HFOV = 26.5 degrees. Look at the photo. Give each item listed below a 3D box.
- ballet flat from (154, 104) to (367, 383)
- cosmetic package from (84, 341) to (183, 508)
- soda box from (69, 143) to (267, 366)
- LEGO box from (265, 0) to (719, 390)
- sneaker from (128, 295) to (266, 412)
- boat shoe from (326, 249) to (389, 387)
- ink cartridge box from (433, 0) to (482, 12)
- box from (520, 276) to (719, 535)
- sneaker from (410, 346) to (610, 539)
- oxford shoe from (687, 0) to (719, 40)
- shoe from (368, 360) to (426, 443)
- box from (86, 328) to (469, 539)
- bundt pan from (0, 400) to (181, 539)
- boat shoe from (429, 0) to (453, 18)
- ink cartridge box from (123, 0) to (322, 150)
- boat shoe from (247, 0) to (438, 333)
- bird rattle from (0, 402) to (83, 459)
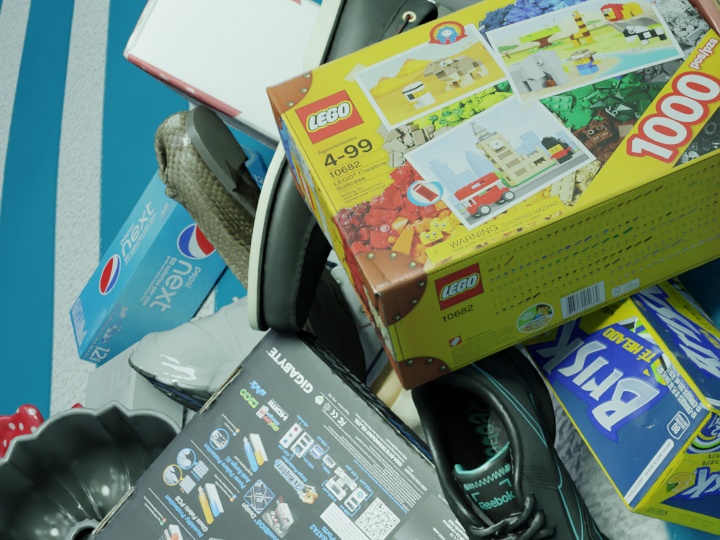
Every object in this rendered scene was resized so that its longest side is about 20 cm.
[{"bbox_3d":[-0.060,-0.005,0.902,0.046,0.200,0.067,-27,18,20],"label":"ballet flat"},{"bbox_3d":[-0.177,0.163,1.158,0.082,0.051,0.200,-31,48,47],"label":"cosmetic package"},{"bbox_3d":[-0.151,-0.013,1.205,0.200,0.068,0.064,-54,34,22],"label":"soda box"},{"bbox_3d":[0.077,-0.054,0.727,0.200,0.077,0.149,-23,50,-7],"label":"LEGO box"},{"bbox_3d":[-0.092,0.060,1.089,0.200,0.074,0.087,4,64,50],"label":"sneaker"},{"bbox_3d":[0.000,0.000,0.971,0.074,0.067,0.200,23,92,58],"label":"boat shoe"},{"bbox_3d":[0.096,-0.199,0.896,0.068,0.116,0.200,-36,44,42],"label":"ink cartridge box"},{"bbox_3d":[0.130,0.037,0.752,0.064,0.070,0.200,-58,33,21],"label":"box"},{"bbox_3d":[0.075,0.125,0.720,0.075,0.079,0.200,-32,72,18],"label":"sneaker"},{"bbox_3d":[0.191,-0.132,0.761,0.070,0.075,0.200,84,166,-64],"label":"oxford shoe"},{"bbox_3d":[0.056,0.038,0.890,0.200,0.053,0.070,-57,0,11],"label":"shoe"},{"bbox_3d":[-0.036,0.163,0.824,0.200,0.050,0.199,42,94,25],"label":"box"},{"bbox_3d":[-0.172,0.197,1.044,0.201,0.076,0.202,-7,61,13],"label":"bundt pan"},{"bbox_3d":[0.066,-0.106,0.922,0.060,0.072,0.202,-16,46,41],"label":"boat shoe"},{"bbox_3d":[-0.051,-0.123,0.965,0.083,0.147,0.200,-62,-2,1],"label":"ink cartridge box"},{"bbox_3d":[-0.012,-0.059,0.825,0.074,0.063,0.202,47,-120,-80],"label":"boat shoe"},{"bbox_3d":[-0.256,0.205,1.247,0.163,0.113,0.200,5,63,45],"label":"bird rattle"}]
